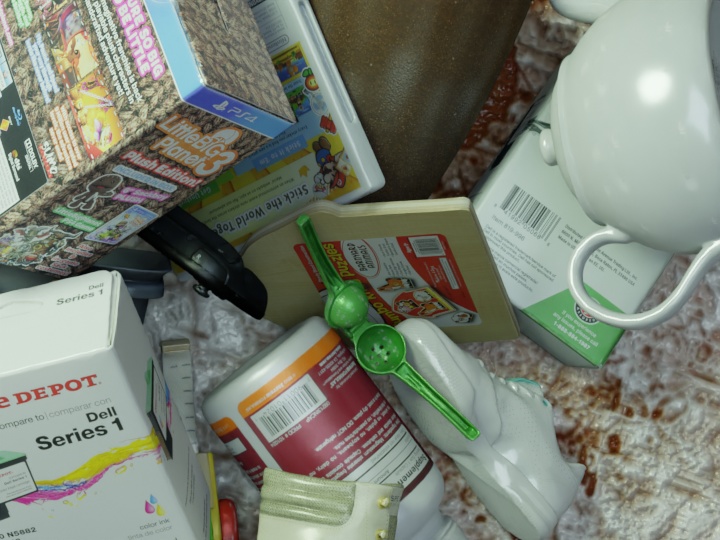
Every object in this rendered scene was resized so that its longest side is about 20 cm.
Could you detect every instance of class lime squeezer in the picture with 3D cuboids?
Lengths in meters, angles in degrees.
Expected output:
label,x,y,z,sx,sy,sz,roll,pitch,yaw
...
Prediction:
label,x,y,z,sx,sy,sz,roll,pitch,yaw
lime squeezer,0.004,0.041,1.207,0.038,0.071,0.200,-38,107,-1

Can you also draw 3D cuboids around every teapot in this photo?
label,x,y,z,sx,sy,sz,roll,pitch,yaw
teapot,0.192,-0.093,1.195,0.145,0.200,0.198,-13,114,24

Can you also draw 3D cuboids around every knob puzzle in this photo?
label,x,y,z,sx,sy,sz,roll,pitch,yaw
knob puzzle,0.000,0.000,1.238,0.218,0.220,0.031,11,59,-9

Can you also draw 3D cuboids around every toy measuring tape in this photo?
label,x,y,z,sx,sy,sz,roll,pitch,yaw
toy measuring tape,-0.127,0.153,1.268,0.073,0.074,0.201,-5,66,-10

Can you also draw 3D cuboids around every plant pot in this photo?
label,x,y,z,sx,sy,sz,roll,pitch,yaw
plant pot,0.011,-0.133,1.247,0.186,0.187,0.201,14,100,-8

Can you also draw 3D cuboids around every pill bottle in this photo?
label,x,y,z,sx,sy,sz,roll,pitch,yaw
pill bottle,-0.014,0.142,1.250,0.113,0.113,0.200,-37,94,-9

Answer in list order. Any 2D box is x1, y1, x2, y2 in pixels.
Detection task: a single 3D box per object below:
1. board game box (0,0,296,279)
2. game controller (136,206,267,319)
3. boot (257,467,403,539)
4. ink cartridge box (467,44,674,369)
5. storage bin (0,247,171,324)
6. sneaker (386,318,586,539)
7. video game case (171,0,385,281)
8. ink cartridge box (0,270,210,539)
label,x,y,z,sx,sy,sz,roll,pitch,yaw
board game box,-0.166,-0.116,1.101,0.199,0.097,0.160,-32,65,23
game controller,-0.147,-0.031,1.205,0.200,0.104,0.042,35,78,26
boot,0.016,0.218,1.154,0.199,0.072,0.156,13,80,-2
ink cartridge box,0.166,-0.049,1.303,0.146,0.083,0.200,36,82,-6
storage bin,-0.237,0.049,1.213,0.199,0.146,0.135,6,97,-9
sneaker,0.096,0.101,1.293,0.088,0.075,0.200,-45,112,-24
video game case,-0.093,-0.108,1.224,0.023,0.199,0.183,-23,90,-52
ink cartridge box,-0.195,0.114,1.140,0.144,0.084,0.201,-14,125,5
